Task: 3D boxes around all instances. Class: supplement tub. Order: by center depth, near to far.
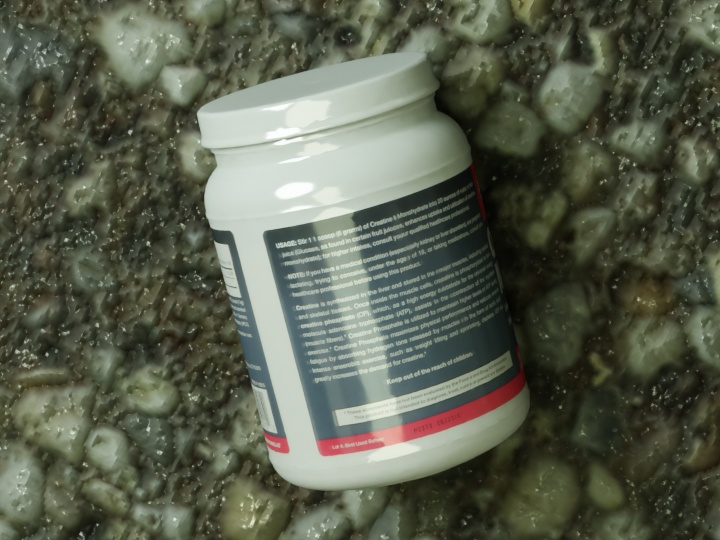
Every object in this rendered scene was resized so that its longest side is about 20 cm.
[{"bbox_3d":[0.000,0.000,1.496,0.140,0.140,0.201,-12,100,10],"label":"supplement tub"}]
